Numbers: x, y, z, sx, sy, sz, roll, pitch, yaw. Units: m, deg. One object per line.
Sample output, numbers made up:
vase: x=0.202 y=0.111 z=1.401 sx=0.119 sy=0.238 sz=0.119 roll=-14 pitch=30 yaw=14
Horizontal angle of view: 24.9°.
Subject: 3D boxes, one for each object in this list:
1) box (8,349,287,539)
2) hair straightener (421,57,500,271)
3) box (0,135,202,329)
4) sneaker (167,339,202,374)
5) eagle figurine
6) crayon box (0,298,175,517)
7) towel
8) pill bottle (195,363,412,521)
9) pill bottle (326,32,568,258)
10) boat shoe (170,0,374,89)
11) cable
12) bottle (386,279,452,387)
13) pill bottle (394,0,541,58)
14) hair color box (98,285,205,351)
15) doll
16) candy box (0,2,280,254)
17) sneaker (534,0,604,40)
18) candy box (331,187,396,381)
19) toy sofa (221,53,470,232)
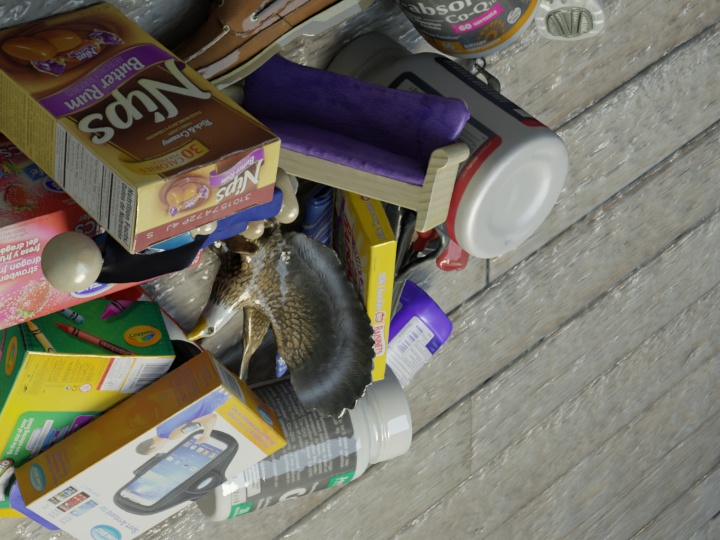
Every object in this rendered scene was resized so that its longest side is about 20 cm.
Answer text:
box: x=-0.168 y=0.149 z=1.252 sx=0.200 sy=0.042 sz=0.119 roll=-34 pitch=144 yaw=5
hair straightener: x=0.087 y=-0.104 z=1.515 sx=0.041 sy=0.077 sz=0.201 roll=-1 pitch=111 yaw=-27
box: x=-0.213 y=-0.041 z=1.177 sx=0.200 sy=0.100 sz=0.096 roll=-20 pitch=137 yaw=-40
sneaker: x=-0.155 y=0.125 z=1.338 sx=0.088 sy=0.074 sz=0.200 roll=-12 pitch=144 yaw=-41
eagle figurine: x=-0.082 y=0.018 z=1.364 sx=0.151 sy=0.152 sz=0.200 roll=-26 pitch=130 yaw=15
crayon box: x=-0.234 y=0.108 z=1.244 sx=0.118 sy=0.058 sz=0.200 roll=4 pitch=134 yaw=-33
towel: x=-0.024 y=-0.014 z=1.471 sx=0.145 sy=0.024 sz=0.200 roll=-46 pitch=155 yaw=-49
pill bottle: x=-0.061 y=0.152 z=1.514 sx=0.199 sy=0.113 sz=0.113 roll=-15 pitch=136 yaw=-22
pill bottle: x=0.063 y=-0.111 z=1.354 sx=0.119 sy=0.200 sz=0.120 roll=-32 pitch=144 yaw=-26
boat shoe: x=-0.087 y=-0.192 z=1.221 sx=0.200 sy=0.072 sz=0.068 roll=-33 pitch=118 yaw=-16
cable: x=0.045 y=-0.013 z=1.532 sx=0.050 sy=0.097 sz=0.200 roll=-25 pitch=141 yaw=-36
bottle: x=0.003 y=0.103 z=1.629 sx=0.200 sy=0.065 sz=0.084 roll=-47 pitch=142 yaw=-4
pill bottle: x=0.062 y=-0.259 z=1.279 sx=0.116 sy=0.116 sz=0.200 roll=-50 pitch=148 yaw=0
hair color box: x=-0.189 y=0.079 z=1.369 sx=0.102 sy=0.061 sz=0.200 roll=-45 pitch=147 yaw=-6
doll: x=-0.137 y=-0.021 z=1.119 sx=0.136 sy=0.049 sz=0.200 roll=-24 pitch=178 yaw=42
candy box: x=-0.160 y=-0.101 z=1.086 sx=0.116 sy=0.200 sz=0.057 roll=-23 pitch=140 yaw=-36
sneaker: x=0.174 y=-0.287 z=1.421 sx=0.078 sy=0.100 sz=0.200 roll=-3 pitch=156 yaw=4
candy box: x=0.000 y=0.000 z=1.383 sx=0.026 sy=0.102 sz=0.200 roll=-15 pitch=145 yaw=-13
toy sofa: x=-0.021 y=-0.103 z=1.246 sx=0.083 sy=0.199 sz=0.098 roll=-27 pitch=132 yaw=-73
